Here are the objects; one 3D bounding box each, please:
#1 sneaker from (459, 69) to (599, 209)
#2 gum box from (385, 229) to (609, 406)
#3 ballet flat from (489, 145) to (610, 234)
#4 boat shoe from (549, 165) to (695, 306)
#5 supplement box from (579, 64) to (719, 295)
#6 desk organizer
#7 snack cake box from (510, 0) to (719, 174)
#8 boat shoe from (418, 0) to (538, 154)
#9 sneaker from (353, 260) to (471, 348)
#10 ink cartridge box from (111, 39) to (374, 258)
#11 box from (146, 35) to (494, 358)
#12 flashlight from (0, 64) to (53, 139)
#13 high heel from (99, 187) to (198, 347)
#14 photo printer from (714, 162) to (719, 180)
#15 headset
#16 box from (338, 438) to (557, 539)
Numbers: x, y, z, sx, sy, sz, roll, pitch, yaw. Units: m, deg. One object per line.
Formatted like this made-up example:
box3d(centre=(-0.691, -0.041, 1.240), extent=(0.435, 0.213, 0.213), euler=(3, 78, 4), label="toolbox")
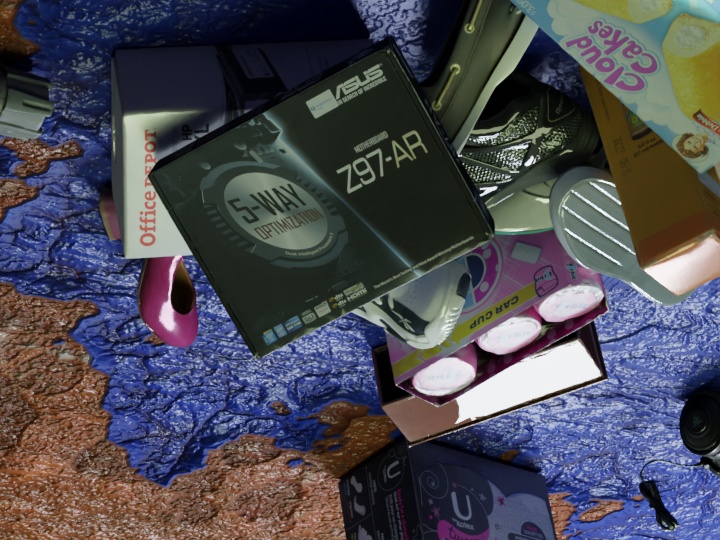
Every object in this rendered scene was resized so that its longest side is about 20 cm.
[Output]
box3d(centre=(0.080, -0.099, 1.694), extent=(0.199, 0.076, 0.114), euler=(-26, 129, 39), label="sneaker")
box3d(centre=(0.115, 0.017, 1.832), extent=(0.200, 0.114, 0.066), euler=(-32, 141, 28), label="gum box")
box3d(centre=(0.185, -0.078, 1.763), extent=(0.200, 0.069, 0.069), euler=(-8, 147, -16), label="ballet flat")
box3d(centre=(0.199, -0.034, 1.716), extent=(0.074, 0.067, 0.200), euler=(-41, 137, 7), label="boat shoe")
box3d(centre=(0.229, -0.085, 1.636), extent=(0.067, 0.200, 0.069), euler=(-28, 147, 24), label="supplement box")
box3d(centre=(0.117, 0.086, 1.974), extent=(0.200, 0.072, 0.077), euler=(-20, 143, 14), label="desk organizer")
box3d(centre=(0.219, -0.178, 1.539), extent=(0.200, 0.067, 0.115), euler=(40, 125, -14), label="snack cake box")
box3d(centre=(0.062, -0.127, 1.583), extent=(0.060, 0.072, 0.202), euler=(31, 95, -7), label="boat shoe")
box3d(centre=(0.000, 0.000, 1.754), extent=(0.130, 0.199, 0.080), euler=(22, 95, -22), label="sneaker")
box3d(centre=(-0.086, -0.091, 1.623), extent=(0.200, 0.084, 0.145), euler=(-4, 132, -9), label="ink cartridge box")
box3d(centre=(-0.027, -0.051, 1.541), extent=(0.200, 0.044, 0.160), euler=(-27, 103, 10), label="box")
box3d(centre=(-0.319, -0.138, 1.531), extent=(0.200, 0.068, 0.068), euler=(13, 137, -28), label="flashlight")
box3d(centre=(-0.141, -0.003, 1.769), extent=(0.096, 0.067, 0.200), euler=(-6, 144, 12), label="high heel")
box3d(centre=(0.348, -0.143, 1.650), extent=(0.166, 0.069, 0.200), euler=(-9, 128, -16), label="photo printer")
box3d(centre=(0.370, 0.179, 2.157), extent=(0.200, 0.094, 0.124), euler=(-34, 141, 13), label="headset")
box3d(centre=(0.094, 0.267, 2.175), extent=(0.200, 0.132, 0.115), euler=(18, 138, -36), label="box")
